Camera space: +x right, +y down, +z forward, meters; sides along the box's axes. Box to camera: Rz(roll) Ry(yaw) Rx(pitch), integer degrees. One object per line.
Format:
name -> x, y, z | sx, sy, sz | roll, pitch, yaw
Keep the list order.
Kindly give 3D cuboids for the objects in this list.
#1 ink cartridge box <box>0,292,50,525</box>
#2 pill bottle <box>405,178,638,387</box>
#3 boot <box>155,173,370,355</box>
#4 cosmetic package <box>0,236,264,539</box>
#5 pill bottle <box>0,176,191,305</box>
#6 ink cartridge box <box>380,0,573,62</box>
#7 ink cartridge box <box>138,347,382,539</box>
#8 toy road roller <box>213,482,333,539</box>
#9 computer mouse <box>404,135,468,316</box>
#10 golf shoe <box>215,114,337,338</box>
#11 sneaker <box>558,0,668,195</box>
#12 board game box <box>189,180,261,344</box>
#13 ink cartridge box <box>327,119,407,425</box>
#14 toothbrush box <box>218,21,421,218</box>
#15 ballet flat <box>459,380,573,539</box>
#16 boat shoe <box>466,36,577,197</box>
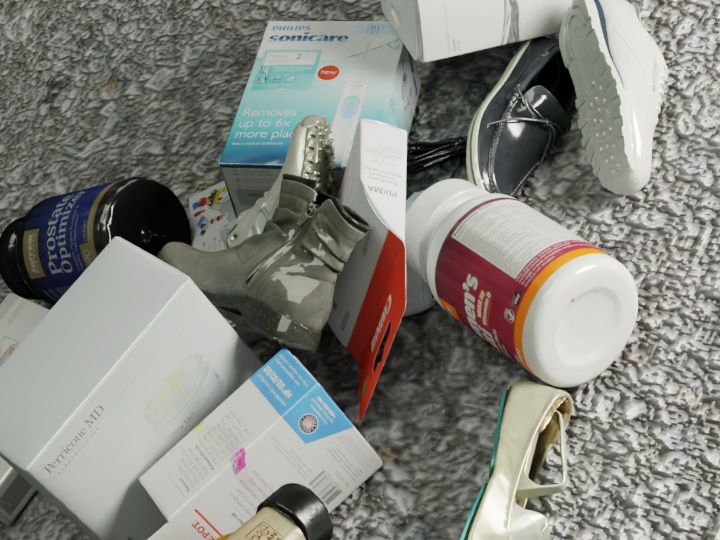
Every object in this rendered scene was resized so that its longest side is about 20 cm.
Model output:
ink cartridge box -> -0.336, 0.128, 1.666 | 0.175, 0.045, 0.201 | 17, 63, 43
pill bottle -> 0.122, 0.004, 1.394 | 0.110, 0.110, 0.200 | -45, 40, -8
boot -> -0.078, -0.021, 1.448 | 0.199, 0.067, 0.132 | 25, 92, 40
cosmetic package -> -0.186, 0.120, 1.442 | 0.123, 0.200, 0.200 | 25, 70, 47
pill bottle -> -0.266, -0.023, 1.693 | 0.199, 0.112, 0.113 | -9, 47, 44
ink cartridge box -> 0.126, -0.273, 1.603 | 0.198, 0.083, 0.147 | -13, 32, -9
ink cartridge box -> -0.094, 0.174, 1.389 | 0.200, 0.115, 0.068 | -42, 39, -5
toy road roller -> -0.043, 0.270, 1.268 | 0.199, 0.147, 0.123 | 37, 44, 18
computer mouse -> 0.061, -0.049, 1.540 | 0.109, 0.044, 0.201 | -5, 50, 32
golf shoe -> -0.079, -0.041, 1.506 | 0.096, 0.078, 0.202 | 14, 98, 15
sneaker -> 0.231, -0.155, 1.493 | 0.076, 0.080, 0.202 | 128, 142, -53
board game box -> -0.099, -0.020, 1.636 | 0.125, 0.035, 0.201 | -24, 42, 15
ink cartridge box -> 0.000, 0.000, 1.457 | 0.056, 0.163, 0.201 | 13, 47, -6
toothbrush box -> -0.033, -0.139, 1.626 | 0.145, 0.086, 0.201 | 3, 48, 16
ballet flat -> 0.117, 0.168, 1.286 | 0.069, 0.070, 0.201 | -5, 49, 32
boat shoe -> 0.149, -0.134, 1.533 | 0.062, 0.075, 0.201 | -5, 45, 41
